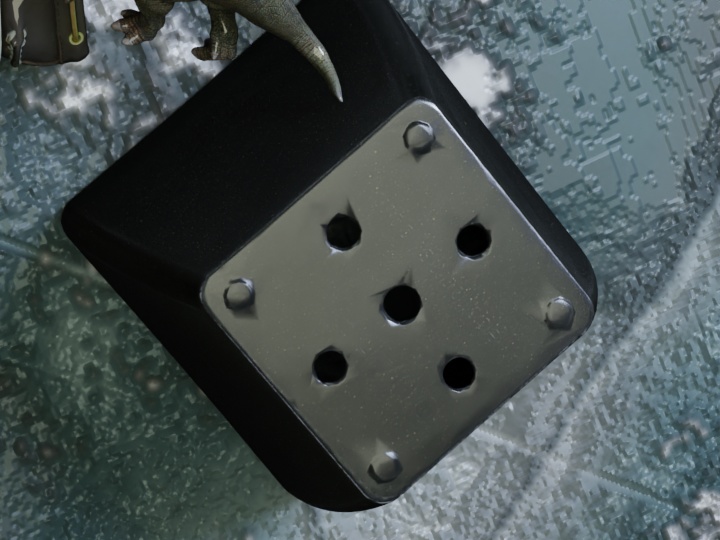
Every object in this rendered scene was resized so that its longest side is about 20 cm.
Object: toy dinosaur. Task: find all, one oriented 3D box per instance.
[{"bbox_3d":[-0.083,-0.147,0.963,0.077,0.102,0.200,-29,73,-31],"label":"toy dinosaur"}]

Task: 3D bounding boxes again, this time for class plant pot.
[{"bbox_3d":[0.000,0.000,1.036,0.199,0.177,0.200,-40,107,-2],"label":"plant pot"}]

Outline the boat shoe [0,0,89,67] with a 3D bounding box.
[{"bbox_3d":[-0.153,-0.196,1.022,0.060,0.072,0.203,-1,108,-17],"label":"boat shoe"}]
